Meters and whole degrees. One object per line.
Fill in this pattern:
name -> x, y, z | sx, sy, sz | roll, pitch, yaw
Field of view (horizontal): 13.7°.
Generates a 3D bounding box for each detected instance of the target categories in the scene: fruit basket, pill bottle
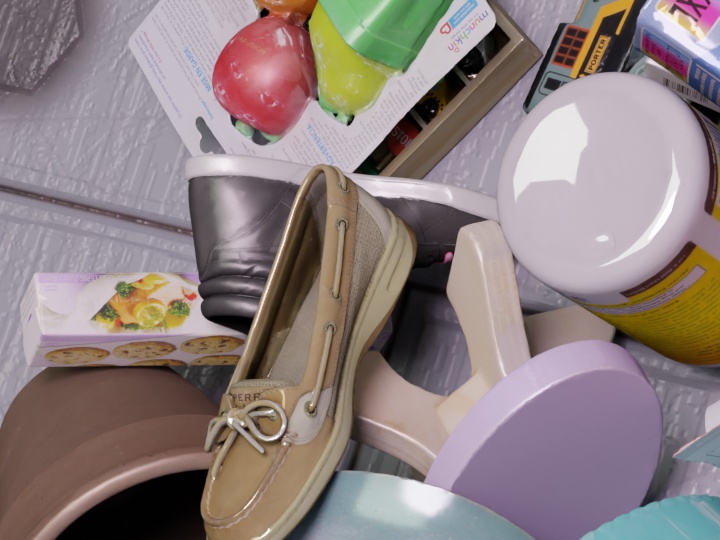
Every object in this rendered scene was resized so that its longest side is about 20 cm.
fruit basket -> -0.028, -0.132, 1.671 | 0.200, 0.093, 0.186 | -50, 54, 26
pill bottle -> 0.155, -0.018, 1.471 | 0.109, 0.200, 0.110 | -10, 69, 28

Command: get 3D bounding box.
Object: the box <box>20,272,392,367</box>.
box -> -0.083, 0.026, 1.617 | 0.041, 0.199, 0.039 | 125, 140, -56

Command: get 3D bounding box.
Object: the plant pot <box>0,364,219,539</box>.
plant pot -> -0.119, 0.133, 1.612 | 0.200, 0.200, 0.175 | -46, 36, 10

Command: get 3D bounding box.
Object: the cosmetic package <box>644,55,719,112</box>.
cosmetic package -> 0.260, -0.128, 1.487 | 0.199, 0.052, 0.151 | 23, 84, 7

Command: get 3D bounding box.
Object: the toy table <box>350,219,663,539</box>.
toy table -> 0.070, 0.076, 1.519 | 0.117, 0.183, 0.201 | 60, 140, 36

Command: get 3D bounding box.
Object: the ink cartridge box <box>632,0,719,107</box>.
ink cartridge box -> 0.248, -0.110, 1.424 | 0.200, 0.076, 0.137 | 36, 89, 6

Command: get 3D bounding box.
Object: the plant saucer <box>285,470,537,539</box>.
plant saucer -> 0.023, 0.179, 1.493 | 0.199, 0.200, 0.036 | -3, 44, 30

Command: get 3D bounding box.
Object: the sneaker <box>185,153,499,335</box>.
sneaker -> 0.000, 0.000, 1.594 | 0.071, 0.199, 0.100 | 160, 115, -72

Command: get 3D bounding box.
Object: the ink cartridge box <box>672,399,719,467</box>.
ink cartridge box -> 0.230, 0.034, 1.410 | 0.162, 0.200, 0.057 | -36, 66, 16

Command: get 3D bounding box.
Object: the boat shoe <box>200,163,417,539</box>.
boat shoe -> -0.036, 0.045, 1.463 | 0.073, 0.063, 0.201 | -2, 55, 49

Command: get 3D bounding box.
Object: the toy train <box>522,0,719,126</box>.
toy train -> 0.166, -0.138, 1.581 | 0.114, 0.085, 0.201 | 20, 85, 44

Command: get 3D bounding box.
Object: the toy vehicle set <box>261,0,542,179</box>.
toy vehicle set -> 0.001, -0.145, 1.711 | 0.124, 0.026, 0.200 | -46, 57, 10

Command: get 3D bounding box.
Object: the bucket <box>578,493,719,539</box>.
bucket -> 0.149, 0.214, 1.405 | 0.207, 0.207, 0.135 | -45, 55, 11
